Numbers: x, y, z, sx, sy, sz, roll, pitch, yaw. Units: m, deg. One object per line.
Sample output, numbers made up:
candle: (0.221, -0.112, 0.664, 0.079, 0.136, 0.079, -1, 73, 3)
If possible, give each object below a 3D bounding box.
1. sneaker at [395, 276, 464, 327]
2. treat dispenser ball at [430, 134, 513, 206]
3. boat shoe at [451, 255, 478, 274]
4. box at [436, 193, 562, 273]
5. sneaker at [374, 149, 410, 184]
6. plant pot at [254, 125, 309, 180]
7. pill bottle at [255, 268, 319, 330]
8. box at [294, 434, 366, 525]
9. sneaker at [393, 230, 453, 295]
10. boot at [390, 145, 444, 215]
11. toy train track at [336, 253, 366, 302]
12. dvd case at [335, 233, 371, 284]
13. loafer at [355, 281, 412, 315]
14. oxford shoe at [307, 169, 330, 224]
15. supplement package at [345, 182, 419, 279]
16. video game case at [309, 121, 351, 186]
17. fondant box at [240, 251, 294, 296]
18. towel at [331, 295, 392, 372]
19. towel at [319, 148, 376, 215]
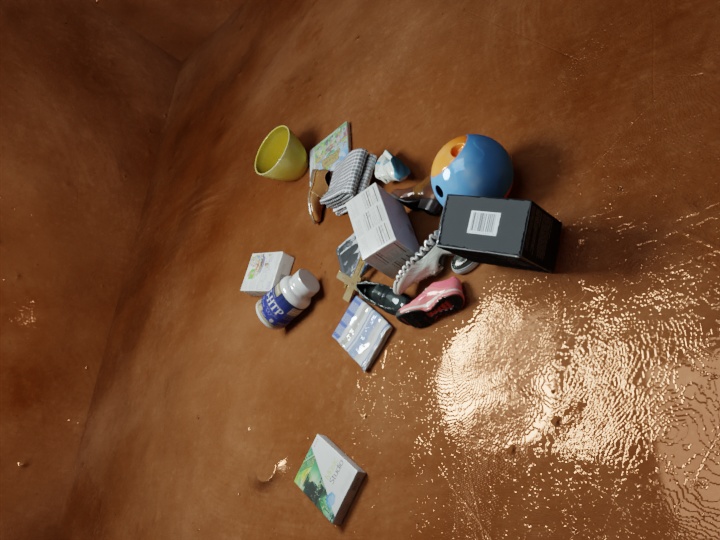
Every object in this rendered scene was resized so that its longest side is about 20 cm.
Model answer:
sneaker: (0.178, 0.078, 1.564, 0.200, 0.074, 0.087, -26, 37, 32)
treat dispenser ball: (0.272, -0.231, 1.516, 0.200, 0.200, 0.202, -27, 50, 37)
boat shoe: (0.289, -0.075, 1.522, 0.200, 0.056, 0.069, -47, 40, 18)
box: (0.304, -0.079, 1.351, 0.199, 0.196, 0.125, 10, 85, 37)
sneaker: (0.091, -0.294, 1.852, 0.081, 0.076, 0.200, -54, 18, 14)
plant pot: (-0.275, -0.413, 2.301, 0.200, 0.142, 0.201, -28, 49, 37)
pill bottle: (-0.227, 0.088, 1.965, 0.200, 0.119, 0.120, -41, 43, 25)
box: (-0.083, 0.533, 1.600, 0.200, 0.036, 0.145, 24, 87, 53)
sneaker: (0.162, -0.007, 1.603, 0.081, 0.075, 0.200, 42, 98, 12)
boot: (0.189, -0.267, 1.744, 0.188, 0.068, 0.201, 23, 84, 54)
toy train track: (0.000, 0.000, 1.801, 0.114, 0.032, 0.201, 32, 114, 23)
dvd case: (0.011, -0.067, 1.862, 0.200, 0.025, 0.151, -40, 43, 25)
loafer: (0.060, 0.072, 1.684, 0.200, 0.070, 0.068, 18, 82, 51)
oxford shoe: (-0.135, -0.256, 2.112, 0.071, 0.071, 0.201, -2, 74, 20)
supplement package: (0.065, -0.105, 1.689, 0.111, 0.156, 0.201, -31, 54, 22)
video game case: (-0.109, -0.409, 2.206, 0.200, 0.022, 0.183, -31, 48, 34)
fondant box: (-0.328, 0.014, 2.175, 0.199, 0.058, 0.145, -1, 68, 48)
towel: (0.001, 0.171, 1.726, 0.147, 0.024, 0.200, -59, 38, 7)
towel: (-0.041, -0.282, 1.971, 0.200, 0.085, 0.167, -18, 54, 59)
